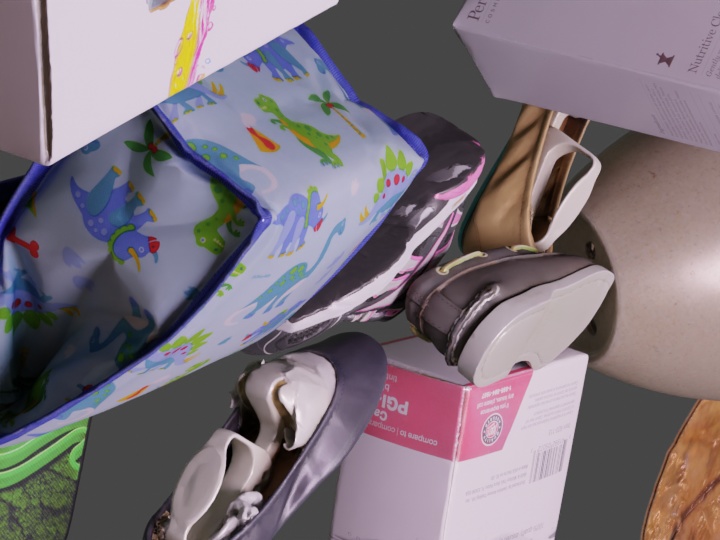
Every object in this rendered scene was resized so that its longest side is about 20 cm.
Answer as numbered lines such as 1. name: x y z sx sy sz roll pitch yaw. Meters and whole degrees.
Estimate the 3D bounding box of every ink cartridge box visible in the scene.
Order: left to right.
1. ink cartridge box: -0.122 -0.157 1.143 0.200 0.145 0.145 -33 133 -46
2. ink cartridge box: 0.051 0.142 1.641 0.146 0.083 0.201 -11 114 -57

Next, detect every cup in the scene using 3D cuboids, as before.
1. cup: 0.191 -0.005 1.720 0.143 0.200 0.201 -12 118 -27

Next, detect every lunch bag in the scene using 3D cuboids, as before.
1. lunch bag: -0.092 -0.008 1.274 0.200 0.127 0.170 -52 165 28

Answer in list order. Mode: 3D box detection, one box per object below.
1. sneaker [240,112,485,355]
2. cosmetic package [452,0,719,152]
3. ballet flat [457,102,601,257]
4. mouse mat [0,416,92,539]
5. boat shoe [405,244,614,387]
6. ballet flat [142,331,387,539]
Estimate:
1. sneaker: 0.000 0.000 1.496 0.200 0.080 0.087 -34 143 -39
2. cosmetic package: 0.167 -0.141 1.573 0.113 0.199 0.081 -64 150 -18
3. ballet flat: 0.123 -0.084 1.663 0.069 0.063 0.201 35 74 -59
4. mouse mat: -0.183 0.069 1.294 0.200 0.008 0.162 -4 108 -59
5. boat shoe: 0.086 0.017 1.561 0.072 0.060 0.202 -59 163 17
6. ballet flat: -0.052 0.094 1.465 0.200 0.073 0.073 -53 145 -26
